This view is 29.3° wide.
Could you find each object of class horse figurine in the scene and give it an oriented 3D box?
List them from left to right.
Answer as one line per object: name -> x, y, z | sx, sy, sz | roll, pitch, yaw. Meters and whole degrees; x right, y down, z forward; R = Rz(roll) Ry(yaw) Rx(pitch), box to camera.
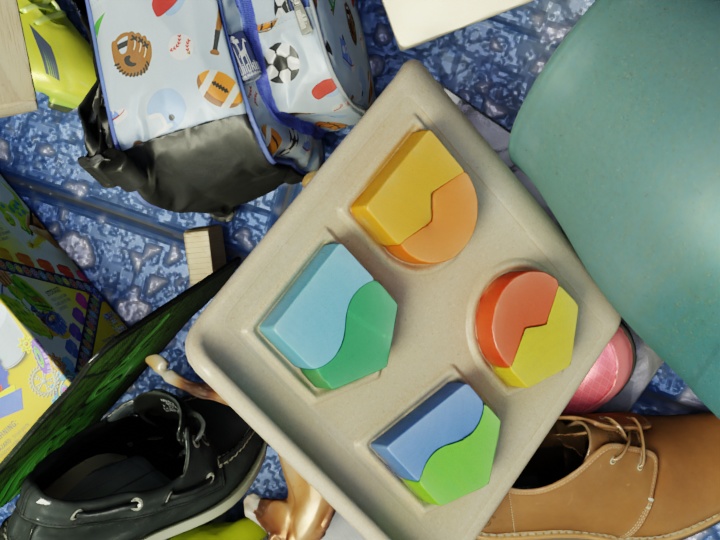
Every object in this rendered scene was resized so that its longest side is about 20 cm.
horse figurine -> -0.017, 0.034, 0.714 | 0.132, 0.050, 0.200 | 38, 82, 28

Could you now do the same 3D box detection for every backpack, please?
backpack -> -0.079, -0.135, 0.716 | 0.153, 0.200, 0.192 | -23, 87, 4

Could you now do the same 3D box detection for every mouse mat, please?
mouse mat -> -0.151, 0.076, 0.745 | 0.008, 0.161, 0.200 | 46, 117, 2

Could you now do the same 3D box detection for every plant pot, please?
plant pot -> 0.182, -0.050, 0.687 | 0.188, 0.200, 0.201 | 41, 102, 16

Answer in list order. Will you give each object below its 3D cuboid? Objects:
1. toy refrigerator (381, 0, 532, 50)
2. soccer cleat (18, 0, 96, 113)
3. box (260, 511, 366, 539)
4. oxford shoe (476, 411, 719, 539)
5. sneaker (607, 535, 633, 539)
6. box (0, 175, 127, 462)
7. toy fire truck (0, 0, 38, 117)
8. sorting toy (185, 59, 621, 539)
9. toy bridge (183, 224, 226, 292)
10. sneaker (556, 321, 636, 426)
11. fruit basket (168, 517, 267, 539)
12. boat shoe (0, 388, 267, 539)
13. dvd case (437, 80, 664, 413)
toy refrigerator -> 0.103, -0.191, 0.735 | 0.198, 0.070, 0.077 | -20, 102, 12
soccer cleat -> -0.214, -0.167, 0.788 | 0.199, 0.065, 0.084 | 38, 100, 2
box -> -0.021, 0.217, 0.719 | 0.199, 0.048, 0.159 | -34, 89, -11
oxford shoe -> 0.140, 0.106, 0.743 | 0.197, 0.072, 0.072 | -8, 53, -13
sneaker -> 0.061, 0.201, 0.799 | 0.139, 0.078, 0.202 | 26, 92, 6
box -> -0.270, 0.048, 0.800 | 0.200, 0.122, 0.193 | -41, 90, 12
toy fire truck -> -0.136, -0.184, 0.604 | 0.174, 0.129, 0.202 | 0, 128, 4
sorting toy -> 0.035, 0.026, 0.666 | 0.185, 0.036, 0.201 | 47, 63, -21
toy bridge -> 0.000, 0.000, 0.782 | 0.197, 0.027, 0.068 | -5, 97, 11
sneaker -> 0.054, 0.070, 0.754 | 0.198, 0.087, 0.075 | -11, 98, 11
fruit basket -> -0.116, 0.212, 0.800 | 0.213, 0.155, 0.219 | 3, 80, -18
boat shoe -> -0.115, 0.099, 0.744 | 0.074, 0.198, 0.067 | 29, 123, 29
dvd case -> 0.083, 0.009, 0.792 | 0.199, 0.016, 0.149 | 35, 102, 3
